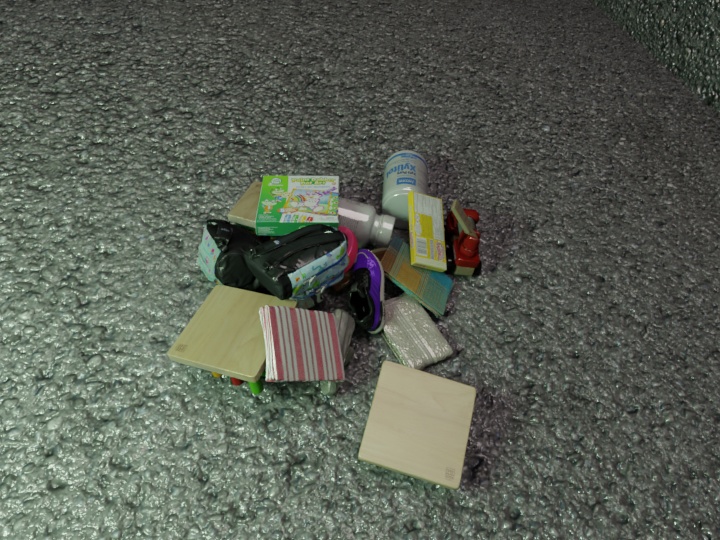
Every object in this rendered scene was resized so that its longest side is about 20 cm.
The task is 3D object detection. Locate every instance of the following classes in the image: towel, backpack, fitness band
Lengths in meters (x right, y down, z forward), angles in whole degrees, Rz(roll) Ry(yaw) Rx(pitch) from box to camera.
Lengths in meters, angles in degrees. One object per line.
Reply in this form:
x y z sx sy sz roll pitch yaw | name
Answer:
0.118 0.142 1.353 0.131 0.035 0.201 -19 56 -26 | towel
-0.119 -0.022 1.223 0.199 0.155 0.162 -39 41 -18 | backpack
0.140 0.013 1.433 0.199 0.022 0.147 37 42 -5 | towel
-0.299 -0.037 1.320 0.165 0.128 0.200 16 16 -43 | backpack
-0.113 0.149 1.142 0.198 0.030 0.149 12 63 -47 | towel
-0.089 -0.038 1.384 0.198 0.037 0.145 -7 52 37 | fitness band

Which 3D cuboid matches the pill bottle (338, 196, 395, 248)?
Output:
-0.014 -0.121 1.503 0.197 0.115 0.115 15 47 1 | pill bottle

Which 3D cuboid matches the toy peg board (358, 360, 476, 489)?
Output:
0.112 0.318 1.163 0.197 0.098 0.202 16 62 3 | toy peg board

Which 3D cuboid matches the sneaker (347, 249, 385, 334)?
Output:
0.008 0.039 1.320 0.069 0.099 0.203 -18 69 27 | sneaker

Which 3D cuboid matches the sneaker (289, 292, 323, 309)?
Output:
-0.138 0.009 1.329 0.079 0.074 0.202 -19 57 -1 | sneaker

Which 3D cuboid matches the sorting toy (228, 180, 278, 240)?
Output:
-0.215 -0.136 1.482 0.195 0.070 0.201 15 34 3 | sorting toy

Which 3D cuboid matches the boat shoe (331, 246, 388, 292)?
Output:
0.000 0.000 1.436 0.198 0.076 0.075 -21 86 -26 | boat shoe

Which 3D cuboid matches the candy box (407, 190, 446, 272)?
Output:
0.171 -0.102 1.478 0.101 0.026 0.203 13 65 -30 | candy box

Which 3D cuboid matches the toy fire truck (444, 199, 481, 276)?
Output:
0.266 -0.111 1.500 0.126 0.202 0.178 7 47 -7 | toy fire truck

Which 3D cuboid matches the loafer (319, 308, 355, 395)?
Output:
-0.044 0.180 1.256 0.069 0.070 0.203 23 55 -22 | loafer

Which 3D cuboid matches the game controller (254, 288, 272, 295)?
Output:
-0.222 0.021 1.386 0.103 0.042 0.202 -20 54 -10 | game controller

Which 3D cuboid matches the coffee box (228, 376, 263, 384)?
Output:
-0.201 0.166 1.249 0.197 0.044 0.124 -11 52 -22 | coffee box

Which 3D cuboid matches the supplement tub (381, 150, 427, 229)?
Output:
0.127 -0.232 1.624 0.130 0.133 0.202 9 46 -4 | supplement tub

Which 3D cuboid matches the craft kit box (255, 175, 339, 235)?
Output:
-0.149 -0.162 1.406 0.196 0.049 0.199 0 39 -2 | craft kit box

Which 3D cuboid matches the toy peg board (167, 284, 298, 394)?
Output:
-0.248 0.148 1.177 0.196 0.099 0.201 10 45 18 | toy peg board
